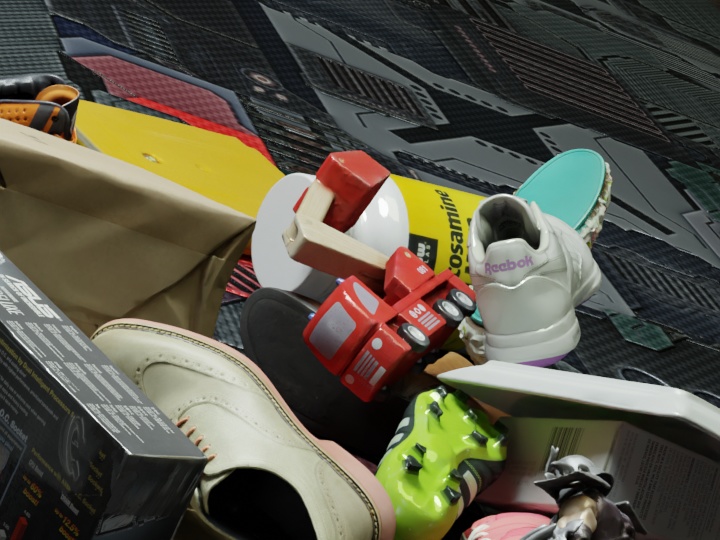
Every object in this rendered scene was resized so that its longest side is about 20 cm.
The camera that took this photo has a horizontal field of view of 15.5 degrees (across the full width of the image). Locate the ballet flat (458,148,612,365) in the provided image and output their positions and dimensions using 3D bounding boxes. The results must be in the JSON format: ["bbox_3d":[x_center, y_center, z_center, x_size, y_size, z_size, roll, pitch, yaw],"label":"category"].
[{"bbox_3d":[0.116,-0.001,1.793,0.075,0.064,0.200,13,46,23],"label":"ballet flat"}]

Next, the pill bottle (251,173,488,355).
[{"bbox_3d":[0.028,-0.007,1.835,0.199,0.113,0.112,12,22,-37],"label":"pill bottle"}]

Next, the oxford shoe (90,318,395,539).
[{"bbox_3d":[-0.074,0.091,1.391,0.200,0.071,0.074,32,21,19],"label":"oxford shoe"}]

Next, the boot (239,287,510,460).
[{"bbox_3d":[0.032,0.065,1.707,0.188,0.069,0.200,31,17,16],"label":"boot"}]

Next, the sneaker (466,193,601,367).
[{"bbox_3d":[0.107,-0.013,1.660,0.075,0.100,0.200,-11,17,8],"label":"sneaker"}]

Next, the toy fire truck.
[{"bbox_3d":[0.000,0.000,1.642,0.141,0.049,0.200,41,23,8],"label":"toy fire truck"}]

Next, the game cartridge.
[{"bbox_3d":[-0.120,-0.062,1.928,0.199,0.033,0.176,13,22,-42],"label":"game cartridge"}]

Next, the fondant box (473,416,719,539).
[{"bbox_3d":[0.188,0.147,1.585,0.199,0.058,0.144,25,-12,-24],"label":"fondant box"}]

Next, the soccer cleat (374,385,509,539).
[{"bbox_3d":[0.033,0.122,1.514,0.067,0.081,0.200,39,19,4],"label":"soccer cleat"}]

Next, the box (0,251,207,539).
[{"bbox_3d":[-0.169,0.095,1.195,0.050,0.158,0.200,7,25,-46],"label":"box"}]

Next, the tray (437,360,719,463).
[{"bbox_3d":[0.147,0.081,1.537,0.107,0.022,0.200,28,-13,-38],"label":"tray"}]

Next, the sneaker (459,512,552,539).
[{"bbox_3d":[0.082,0.176,1.488,0.087,0.074,0.200,24,8,25],"label":"sneaker"}]

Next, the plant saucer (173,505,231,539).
[{"bbox_3d":[-0.077,0.156,1.363,0.199,0.030,0.200,24,17,-8],"label":"plant saucer"}]

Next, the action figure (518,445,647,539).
[{"bbox_3d":[0.124,0.180,1.372,0.130,0.069,0.201,27,43,-50],"label":"action figure"}]

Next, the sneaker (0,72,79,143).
[{"bbox_3d":[-0.181,-0.054,1.676,0.199,0.112,0.078,21,18,-15],"label":"sneaker"}]

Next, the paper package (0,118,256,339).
[{"bbox_3d":[-0.187,-0.024,1.526,0.190,0.104,0.200,16,3,-28],"label":"paper package"}]
